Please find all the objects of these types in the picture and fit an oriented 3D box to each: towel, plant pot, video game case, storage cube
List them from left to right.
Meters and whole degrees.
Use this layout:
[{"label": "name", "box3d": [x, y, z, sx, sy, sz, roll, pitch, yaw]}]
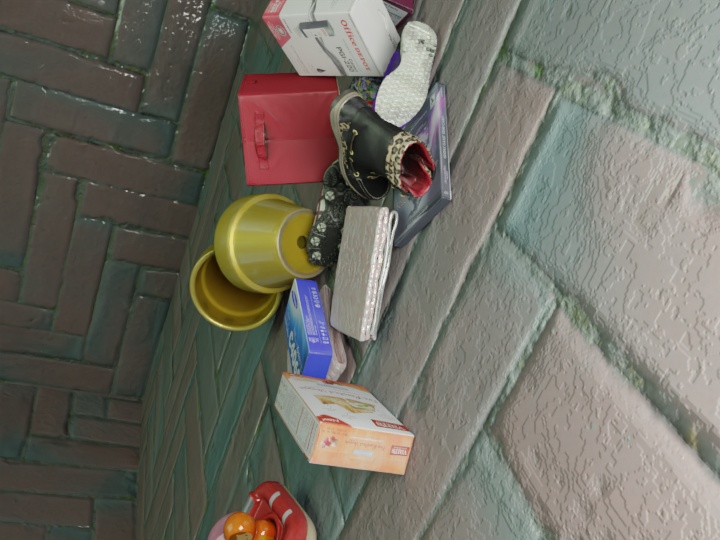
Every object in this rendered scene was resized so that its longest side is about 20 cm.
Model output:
[{"label": "plant pot", "box3d": [-0.269, 0.007, 1.585, 0.189, 0.199, 0.202, -89, 19, -67]}, {"label": "plant pot", "box3d": [-0.156, -0.053, 1.357, 0.188, 0.199, 0.203, 1, 79, 53]}, {"label": "storage cube", "box3d": [-0.128, -0.271, 1.307, 0.201, 0.177, 0.173, -98, 5, -63]}, {"label": "towel", "box3d": [-0.083, 0.159, 1.248, 0.192, 0.032, 0.201, -100, 31, -46]}, {"label": "towel", "box3d": [0.000, 0.000, 1.087, 0.191, 0.032, 0.203, -166, 86, -72]}, {"label": "video game case", "box3d": [0.086, -0.153, 1.022, 0.143, 0.019, 0.202, 135, 143, -54]}]

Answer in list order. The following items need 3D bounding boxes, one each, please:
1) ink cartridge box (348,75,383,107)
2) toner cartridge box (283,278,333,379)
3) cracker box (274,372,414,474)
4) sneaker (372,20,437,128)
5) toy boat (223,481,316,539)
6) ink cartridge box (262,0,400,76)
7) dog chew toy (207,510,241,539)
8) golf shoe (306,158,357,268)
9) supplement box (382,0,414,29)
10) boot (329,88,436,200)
[{"label": "ink cartridge box", "box3d": [0.007, -0.258, 1.231, 0.109, 0.050, 0.202, 125, 150, -44]}, {"label": "toner cartridge box", "box3d": [-0.092, 0.111, 1.188, 0.201, 0.043, 0.096, -109, 32, -54]}, {"label": "cracker box", "box3d": [-0.029, 0.204, 0.951, 0.200, 0.133, 0.058, 29, 104, 67]}, {"label": "sneaker", "box3d": [0.063, -0.276, 1.066, 0.100, 0.069, 0.202, 125, 168, -62]}, {"label": "toy boat", "box3d": [-0.161, 0.425, 1.123, 0.199, 0.130, 0.132, 27, 91, 56]}, {"label": "ink cartridge box", "box3d": [-0.048, -0.416, 1.207, 0.198, 0.146, 0.085, 10, 64, 34]}, {"label": "dog chew toy", "box3d": [-0.202, 0.530, 1.231, 0.125, 0.123, 0.201, -66, 33, 26]}, {"label": "golf shoe", "box3d": [-0.046, -0.102, 1.249, 0.088, 0.076, 0.202, -95, 20, -63]}, {"label": "supplement box", "box3d": [0.017, -0.495, 1.270, 0.200, 0.102, 0.133, -23, 55, 63]}, {"label": "boot", "box3d": [0.037, -0.147, 0.984, 0.150, 0.073, 0.201, 40, 160, 35]}]
